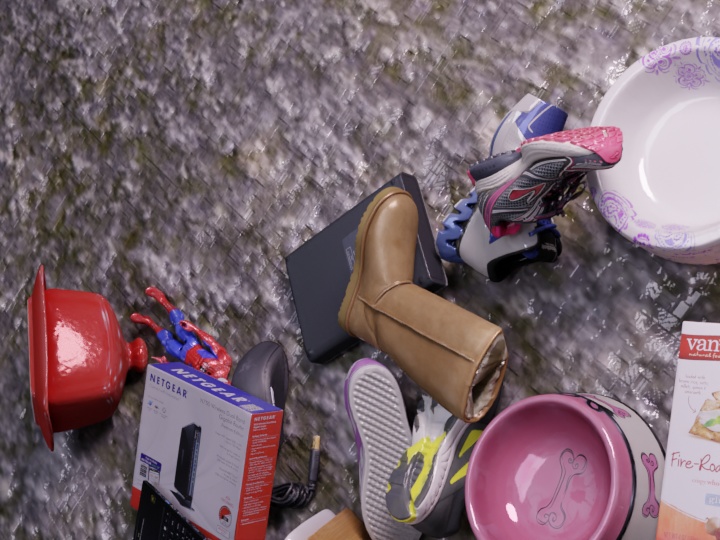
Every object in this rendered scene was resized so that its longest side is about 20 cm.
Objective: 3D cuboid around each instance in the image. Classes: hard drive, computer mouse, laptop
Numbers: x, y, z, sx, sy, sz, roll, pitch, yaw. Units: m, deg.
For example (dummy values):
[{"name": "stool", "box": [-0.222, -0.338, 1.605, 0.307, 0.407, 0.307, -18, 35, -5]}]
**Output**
[{"name": "hard drive", "box": [0.000, 0.000, 1.332, 0.200, 0.033, 0.140, -34, 58, 34]}, {"name": "computer mouse", "box": [-0.103, 0.177, 1.364, 0.140, 0.046, 0.201, -3, 75, 38]}, {"name": "laptop", "box": [-0.238, 0.371, 1.335, 0.200, 0.103, 0.178, 33, 119, 37]}]

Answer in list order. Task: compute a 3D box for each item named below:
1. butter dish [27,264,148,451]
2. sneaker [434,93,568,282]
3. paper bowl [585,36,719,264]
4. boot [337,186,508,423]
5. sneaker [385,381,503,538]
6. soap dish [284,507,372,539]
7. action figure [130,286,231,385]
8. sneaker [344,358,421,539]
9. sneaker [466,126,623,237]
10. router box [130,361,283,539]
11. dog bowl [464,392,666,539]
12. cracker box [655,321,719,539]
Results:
[{"name": "butter dish", "box": [-0.345, 0.112, 1.513, 0.200, 0.147, 0.201, 118, 147, -63]}, {"name": "sneaker", "box": [0.172, -0.068, 1.221, 0.115, 0.080, 0.200, 40, 108, 34]}, {"name": "paper bowl", "box": [0.317, -0.104, 1.098, 0.200, 0.104, 0.202, -11, 70, 33]}, {"name": "boot", "box": [0.073, 0.030, 1.189, 0.200, 0.066, 0.176, 31, 115, 44]}, {"name": "sneaker", "box": [0.095, 0.178, 1.204, 0.074, 0.085, 0.201, 7, 59, 47]}, {"name": "soap dish", "box": [-0.051, 0.331, 1.195, 0.081, 0.200, 0.158, 27, 92, 10]}, {"name": "action figure", "box": [-0.218, 0.095, 1.478, 0.200, 0.052, 0.066, 38, 96, 35]}, {"name": "sneaker", "box": [0.024, 0.190, 1.262, 0.072, 0.114, 0.202, -7, 95, -8]}, {"name": "sneaker", "box": [0.177, -0.085, 1.103, 0.200, 0.080, 0.075, -21, 82, 64]}, {"name": "router box", "box": [-0.182, 0.219, 1.373, 0.199, 0.049, 0.181, 17, 102, 43]}, {"name": "dog bowl", "box": [0.184, 0.205, 1.111, 0.199, 0.074, 0.201, -19, 59, 36]}, {"name": "cracker box", "box": [0.340, 0.149, 1.035, 0.133, 0.058, 0.201, 2, 77, 37]}]
